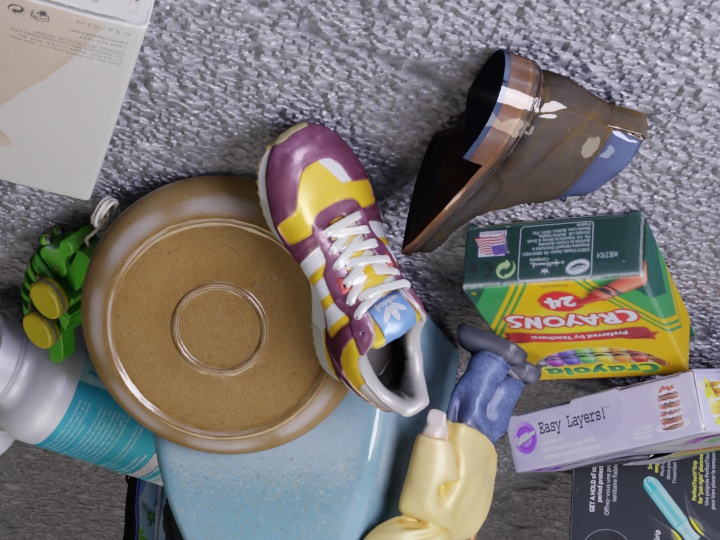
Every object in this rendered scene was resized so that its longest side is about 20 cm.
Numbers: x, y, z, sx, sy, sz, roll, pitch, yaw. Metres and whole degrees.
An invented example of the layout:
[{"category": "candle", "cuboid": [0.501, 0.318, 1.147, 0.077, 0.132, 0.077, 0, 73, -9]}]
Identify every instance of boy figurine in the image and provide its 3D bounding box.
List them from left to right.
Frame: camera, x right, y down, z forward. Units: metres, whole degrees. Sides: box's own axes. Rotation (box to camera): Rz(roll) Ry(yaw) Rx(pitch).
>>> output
[{"category": "boy figurine", "cuboid": [0.063, 0.145, 1.198, 0.064, 0.201, 0.124, 20, 168, 29]}]

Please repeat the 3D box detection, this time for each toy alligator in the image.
[{"category": "toy alligator", "cuboid": [-0.216, -0.004, 1.227, 0.054, 0.059, 0.200, 41, 141, 12]}]

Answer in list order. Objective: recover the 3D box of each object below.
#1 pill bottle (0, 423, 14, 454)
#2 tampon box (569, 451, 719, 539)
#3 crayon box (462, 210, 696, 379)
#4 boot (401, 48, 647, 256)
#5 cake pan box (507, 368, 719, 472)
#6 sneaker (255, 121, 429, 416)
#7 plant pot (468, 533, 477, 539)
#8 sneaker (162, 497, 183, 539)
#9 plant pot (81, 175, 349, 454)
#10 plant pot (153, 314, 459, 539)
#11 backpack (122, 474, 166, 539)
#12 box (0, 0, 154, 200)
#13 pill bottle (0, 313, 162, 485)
[{"category": "pill bottle", "cuboid": [-0.365, 0.120, 1.447, 0.112, 0.113, 0.200, 26, 148, -36]}, {"category": "tampon box", "cuboid": [0.286, 0.232, 1.484, 0.199, 0.150, 0.126, 1, 154, 11]}, {"category": "crayon box", "cuboid": [0.162, 0.029, 1.203, 0.126, 0.051, 0.200, -5, 153, 21]}, {"category": "boot", "cuboid": [0.092, -0.052, 1.020, 0.097, 0.075, 0.200, 15, 152, -12]}, {"category": "cake pan box", "cuboid": [0.240, 0.116, 1.306, 0.184, 0.053, 0.200, 5, 163, -42]}, {"category": "sneaker", "cuboid": [0.000, 0.000, 1.061, 0.090, 0.075, 0.200, 33, 149, 51]}, {"category": "plant pot", "cuboid": [0.008, 0.197, 1.441, 0.140, 0.201, 0.200, 9, 157, 22]}, {"category": "sneaker", "cuboid": [-0.112, 0.183, 1.432, 0.090, 0.201, 0.076, -18, 144, 25]}, {"category": "plant pot", "cuboid": [-0.094, 0.036, 1.143, 0.199, 0.201, 0.027, 5, -164, 2]}, {"category": "plant pot", "cuboid": [-0.044, 0.133, 1.267, 0.196, 0.201, 0.196, -1, 161, 16]}, {"category": "backpack", "cuboid": [-0.114, 0.239, 1.558, 0.199, 0.184, 0.147, 9, 156, -14]}, {"category": "box", "cuboid": [-0.159, -0.125, 0.903, 0.077, 0.095, 0.200, 13, 153, -12]}, {"category": "pill bottle", "cuboid": [-0.217, 0.099, 1.369, 0.200, 0.111, 0.111, 22, 151, -31]}]
